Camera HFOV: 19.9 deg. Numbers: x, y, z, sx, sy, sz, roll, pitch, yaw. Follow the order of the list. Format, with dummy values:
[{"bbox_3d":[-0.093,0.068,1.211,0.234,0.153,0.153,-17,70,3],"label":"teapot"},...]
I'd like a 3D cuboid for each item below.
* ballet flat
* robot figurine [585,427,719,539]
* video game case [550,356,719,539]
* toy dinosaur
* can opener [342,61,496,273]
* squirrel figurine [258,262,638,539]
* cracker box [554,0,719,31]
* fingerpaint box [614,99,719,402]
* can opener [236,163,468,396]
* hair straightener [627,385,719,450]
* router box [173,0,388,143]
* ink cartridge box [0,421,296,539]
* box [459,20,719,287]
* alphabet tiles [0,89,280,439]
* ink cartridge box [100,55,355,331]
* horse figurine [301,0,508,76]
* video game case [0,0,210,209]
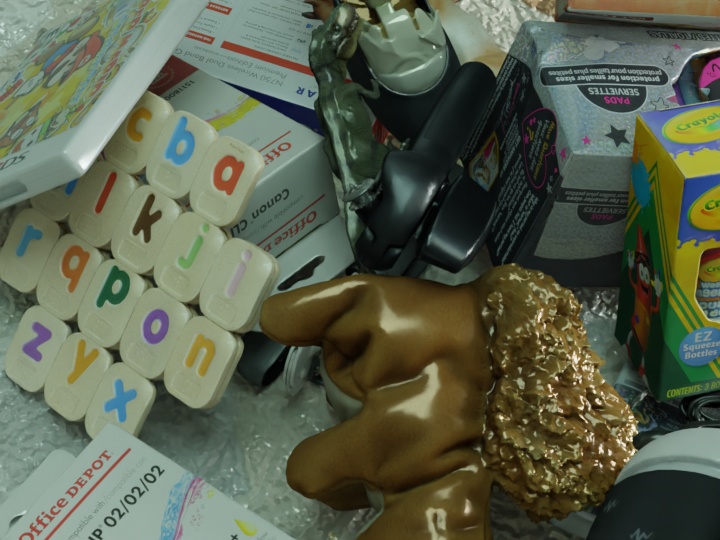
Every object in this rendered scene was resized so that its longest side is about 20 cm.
[{"bbox_3d":[0.012,-0.168,1.304,0.073,0.073,0.201,-20,82,-18],"label":"ballet flat"},{"bbox_3d":[0.173,0.177,1.085,0.150,0.125,0.200,-6,40,37],"label":"robot figurine"},{"bbox_3d":[0.238,0.119,1.234,0.199,0.023,0.182,23,54,13],"label":"video game case"},{"bbox_3d":[0.009,-0.062,1.250,0.047,0.088,0.201,-28,59,30],"label":"toy dinosaur"},{"bbox_3d":[0.041,-0.060,1.205,0.079,0.063,0.200,37,33,-10],"label":"can opener"},{"bbox_3d":[0.058,0.102,1.153,0.199,0.142,0.187,-15,61,4],"label":"squirrel figurine"},{"bbox_3d":[0.191,-0.180,1.279,0.133,0.200,0.058,4,94,3],"label":"cracker box"},{"bbox_3d":[0.260,-0.022,1.210,0.199,0.167,0.073,-10,39,-14],"label":"fingerpaint box"},{"bbox_3d":[0.000,0.000,1.290,0.066,0.053,0.200,31,56,18],"label":"can opener"},{"bbox_3d":[0.245,0.095,1.225,0.199,0.041,0.077,-1,31,1],"label":"hair straightener"},{"bbox_3d":[-0.055,-0.173,1.424,0.199,0.049,0.180,19,53,10],"label":"router box"},{"bbox_3d":[-0.128,0.167,1.142,0.200,0.068,0.115,30,56,18],"label":"ink cartridge box"},{"bbox_3d":[0.184,-0.069,1.283,0.199,0.132,0.115,0,52,-21],"label":"box"},{"bbox_3d":[-0.135,-0.001,1.219,0.200,0.015,0.196,30,98,36],"label":"alphabet tiles"},{"bbox_3d":[-0.095,-0.052,1.287,0.200,0.068,0.116,30,56,35],"label":"ink cartridge box"},{"bbox_3d":[0.076,-0.154,1.373,0.200,0.050,0.133,41,52,2],"label":"horse figurine"},{"bbox_3d":[-0.185,-0.108,1.277,0.023,0.182,0.200,50,48,-23],"label":"video game case"}]
